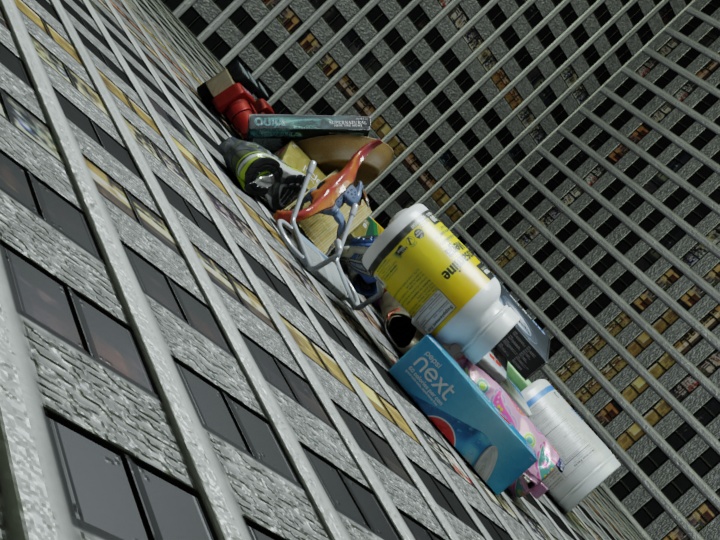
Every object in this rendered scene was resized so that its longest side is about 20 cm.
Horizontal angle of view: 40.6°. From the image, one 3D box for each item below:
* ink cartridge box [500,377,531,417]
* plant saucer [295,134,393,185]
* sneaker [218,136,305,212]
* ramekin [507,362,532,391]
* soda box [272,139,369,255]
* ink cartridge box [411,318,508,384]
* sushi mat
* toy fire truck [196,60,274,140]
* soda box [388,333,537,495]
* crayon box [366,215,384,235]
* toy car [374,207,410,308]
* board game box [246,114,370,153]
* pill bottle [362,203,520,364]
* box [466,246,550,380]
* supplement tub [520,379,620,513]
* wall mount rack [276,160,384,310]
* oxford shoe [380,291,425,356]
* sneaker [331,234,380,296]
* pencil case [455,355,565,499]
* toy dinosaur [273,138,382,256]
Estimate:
[{"bbox_3d":[0.169,0.165,1.552,0.200,0.084,0.145,47,7,-5],"label":"ink cartridge box"},{"bbox_3d":[-0.040,-0.177,1.667,0.200,0.198,0.036,36,48,-67],"label":"plant saucer"},{"bbox_3d":[-0.139,-0.146,1.411,0.081,0.074,0.200,46,2,19],"label":"sneaker"},{"bbox_3d":[0.282,0.241,1.884,0.200,0.098,0.200,47,5,-5],"label":"ramekin"},{"bbox_3d":[-0.077,-0.114,1.609,0.200,0.064,0.068,45,35,-22],"label":"soda box"},{"bbox_3d":[0.162,0.068,1.476,0.162,0.050,0.200,43,32,-13],"label":"ink cartridge box"},{"bbox_3d":[-0.049,-0.093,1.551,0.096,0.012,0.200,50,34,-3],"label":"sushi mat"},{"bbox_3d":[-0.190,-0.280,1.839,0.201,0.128,0.176,61,7,12],"label":"toy fire truck"},{"bbox_3d":[0.126,0.174,1.195,0.200,0.068,0.064,48,5,6],"label":"soda box"},{"bbox_3d":[-0.023,-0.082,1.791,0.125,0.052,0.200,24,-4,22],"label":"crayon box"},{"bbox_3d":[0.088,0.011,1.652,0.175,0.150,0.200,49,-18,18],"label":"toy car"},{"bbox_3d":[-0.090,-0.220,1.622,0.135,0.198,0.028,121,-33,-71],"label":"board game box"},{"bbox_3d":[0.106,0.020,1.254,0.200,0.112,0.112,46,4,7],"label":"pill bottle"},{"bbox_3d":[0.206,0.061,1.484,0.200,0.043,0.160,49,15,3],"label":"box"},{"bbox_3d":[0.336,0.301,1.689,0.200,0.132,0.132,49,5,18],"label":"supplement tub"},{"bbox_3d":[-0.039,-0.044,1.327,0.200,0.074,0.175,44,19,-47],"label":"wall mount rack"},{"bbox_3d":[0.067,0.075,1.469,0.075,0.070,0.200,42,7,-32],"label":"oxford shoe"},{"bbox_3d":[0.000,0.000,1.517,0.200,0.076,0.086,143,-57,-78],"label":"sneaker"},{"bbox_3d":[0.174,0.207,1.281,0.200,0.087,0.087,49,5,-5],"label":"pencil case"},{"bbox_3d":[-0.058,-0.112,1.419,0.104,0.202,0.181,15,5,16],"label":"toy dinosaur"}]
